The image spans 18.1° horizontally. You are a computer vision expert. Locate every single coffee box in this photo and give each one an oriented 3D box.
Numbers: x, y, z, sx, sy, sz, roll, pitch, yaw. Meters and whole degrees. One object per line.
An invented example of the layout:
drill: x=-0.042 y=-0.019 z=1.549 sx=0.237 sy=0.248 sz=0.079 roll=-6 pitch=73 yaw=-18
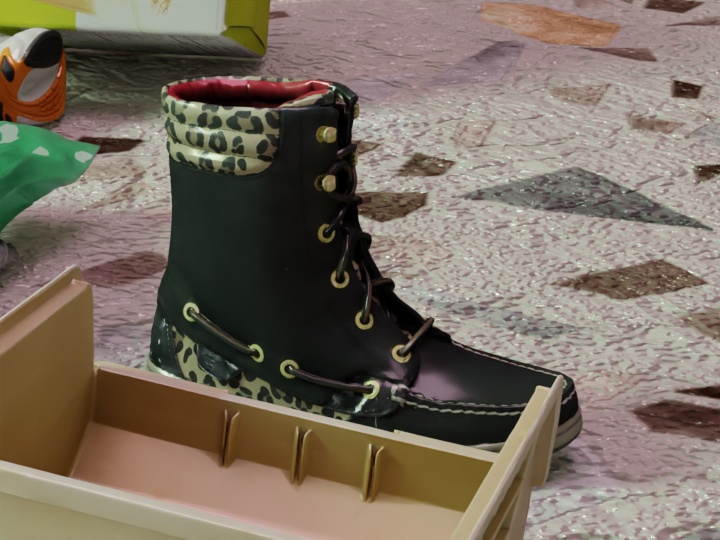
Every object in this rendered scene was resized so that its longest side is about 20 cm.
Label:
coffee box: x=-0.167 y=-0.257 z=1.577 sx=0.198 sy=0.200 sz=0.200 roll=4 pitch=1 yaw=6

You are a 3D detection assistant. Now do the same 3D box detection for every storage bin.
storage bin: x=-0.046 y=0.084 z=0.807 sx=0.200 sy=0.094 sz=0.199 roll=12 pitch=21 yaw=13

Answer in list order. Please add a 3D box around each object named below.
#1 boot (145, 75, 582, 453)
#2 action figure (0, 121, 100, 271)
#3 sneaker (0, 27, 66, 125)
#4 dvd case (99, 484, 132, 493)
boot: x=-0.001 y=0.000 z=0.986 sx=0.203 sy=0.154 sz=0.073 roll=8 pitch=20 yaw=19
action figure: x=-0.216 y=-0.025 z=1.198 sx=0.118 sy=0.055 sz=0.200 roll=5 pitch=26 yaw=4
sneaker: x=-0.265 y=-0.109 z=1.429 sx=0.092 sy=0.076 sz=0.200 roll=0 pitch=10 yaw=20
dvd case: x=-0.198 y=0.104 z=0.881 sx=0.143 sy=0.018 sz=0.200 roll=13 pitch=21 yaw=29
